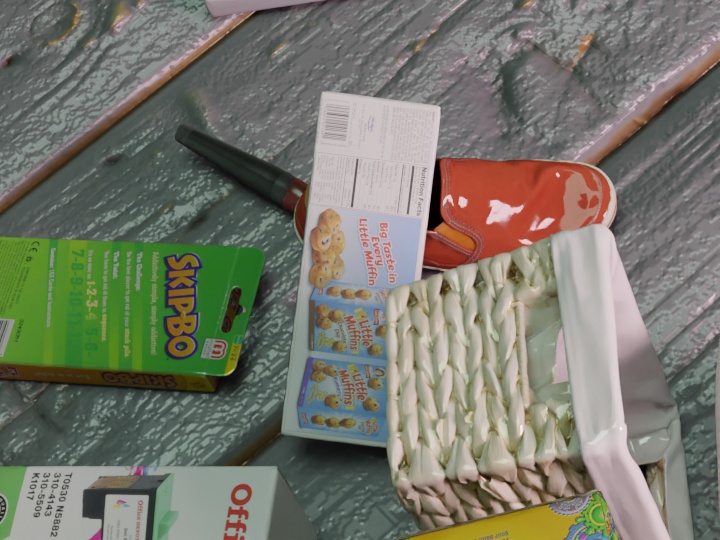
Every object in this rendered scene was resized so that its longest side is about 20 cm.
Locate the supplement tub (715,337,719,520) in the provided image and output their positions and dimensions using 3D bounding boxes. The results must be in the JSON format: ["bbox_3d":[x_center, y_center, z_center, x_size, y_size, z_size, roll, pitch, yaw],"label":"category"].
[{"bbox_3d":[0.286,0.090,1.009,0.198,0.145,0.145,-3,55,15],"label":"supplement tub"}]

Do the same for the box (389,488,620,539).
[{"bbox_3d":[0.089,0.244,0.926,0.121,0.200,0.194,-14,52,6],"label":"box"}]

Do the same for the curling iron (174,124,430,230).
[{"bbox_3d":[-0.037,-0.056,1.280,0.199,0.026,0.050,20,67,26],"label":"curling iron"}]

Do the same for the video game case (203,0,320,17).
[{"bbox_3d":[-0.012,-0.269,1.423,0.198,0.023,0.183,-7,54,11],"label":"video game case"}]

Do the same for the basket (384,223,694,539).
[{"bbox_3d":[0.096,0.090,1.035,0.122,0.200,0.136,-11,54,14],"label":"basket"}]

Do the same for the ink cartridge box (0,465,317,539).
[{"bbox_3d":[-0.136,0.189,1.103,0.198,0.084,0.146,-2,56,15],"label":"ink cartridge box"}]

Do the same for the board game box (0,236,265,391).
[{"bbox_3d":[-0.159,0.026,1.259,0.198,0.030,0.096,1,57,20],"label":"board game box"}]

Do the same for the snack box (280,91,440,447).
[{"bbox_3d":[0.000,0.000,1.156,0.071,0.024,0.202,7,90,-1],"label":"snack box"}]

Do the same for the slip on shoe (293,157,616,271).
[{"bbox_3d":[0.059,-0.038,1.200,0.198,0.061,0.075,-1,68,-4],"label":"slip on shoe"}]
